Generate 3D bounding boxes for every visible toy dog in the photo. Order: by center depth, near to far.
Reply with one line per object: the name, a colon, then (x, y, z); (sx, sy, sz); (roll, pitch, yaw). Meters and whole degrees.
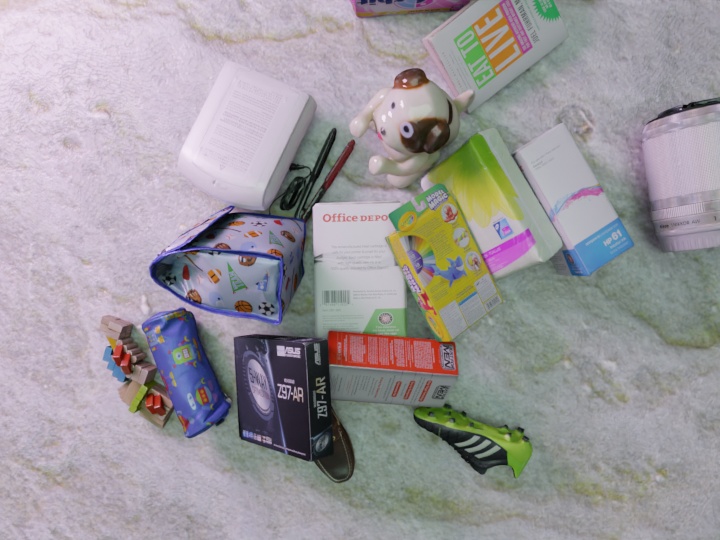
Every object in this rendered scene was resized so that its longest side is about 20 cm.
toy dog: (0.082, -0.207, 0.899); (0.188, 0.200, 0.144); (-15, 92, 10)

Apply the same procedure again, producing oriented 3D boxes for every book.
book: (0.212, -0.362, 0.970); (0.198, 0.048, 0.135); (-37, 110, 1)

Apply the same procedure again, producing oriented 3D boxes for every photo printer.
photo printer: (-0.177, -0.201, 0.960); (0.162, 0.070, 0.205); (22, 79, 8)

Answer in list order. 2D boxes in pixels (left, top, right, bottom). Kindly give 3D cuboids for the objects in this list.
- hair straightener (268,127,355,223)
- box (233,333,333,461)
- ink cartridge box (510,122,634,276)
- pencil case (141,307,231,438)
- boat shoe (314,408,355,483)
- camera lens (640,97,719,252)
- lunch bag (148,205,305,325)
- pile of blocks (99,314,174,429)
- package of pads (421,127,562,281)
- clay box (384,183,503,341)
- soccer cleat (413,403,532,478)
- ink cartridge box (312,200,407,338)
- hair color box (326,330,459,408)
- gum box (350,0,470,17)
hair straightener: (-0.089, -0.139, 0.999); (0.076, 0.041, 0.203); (32, 95, 2)
box: (-0.118, 0.181, 0.929); (0.043, 0.197, 0.166); (-3, 91, -41)
ink cartridge box: (0.299, -0.101, 0.929); (0.083, 0.145, 0.203); (-31, 90, 1)
pencil case: (-0.270, 0.157, 0.980); (0.085, 0.078, 0.205); (-23, 89, -19)
boat shoe: (-0.067, 0.244, 0.980); (0.069, 0.070, 0.204); (-26, 91, 1)
camera lens: (0.505, -0.138, 0.916); (0.155, 0.160, 0.207); (-8, 90, 2)
lunch bag: (-0.190, -0.020, 0.923); (0.193, 0.171, 0.128); (7, 112, 6)
pile of blocks: (-0.369, 0.165, 0.991); (0.081, 0.062, 0.203); (-34, 89, 1)
package of pads: (0.188, -0.088, 0.931); (0.067, 0.154, 0.203); (-30, 90, -29)
clay box: (0.118, -0.013, 0.921); (0.113, 0.047, 0.204); (-30, 95, -23)
soccer cleat: (0.172, 0.270, 0.978); (0.194, 0.068, 0.083); (17, 103, 1)
ink cartridge box: (0.000, 0.000, 0.968); (0.141, 0.084, 0.207); (-1, 90, 1)
hair color box: (0.040, 0.151, 0.942); (0.193, 0.103, 0.063); (7, 50, -7)
gum box: (0.074, -0.445, 0.949); (0.193, 0.114, 0.068); (-3, 90, 1)
